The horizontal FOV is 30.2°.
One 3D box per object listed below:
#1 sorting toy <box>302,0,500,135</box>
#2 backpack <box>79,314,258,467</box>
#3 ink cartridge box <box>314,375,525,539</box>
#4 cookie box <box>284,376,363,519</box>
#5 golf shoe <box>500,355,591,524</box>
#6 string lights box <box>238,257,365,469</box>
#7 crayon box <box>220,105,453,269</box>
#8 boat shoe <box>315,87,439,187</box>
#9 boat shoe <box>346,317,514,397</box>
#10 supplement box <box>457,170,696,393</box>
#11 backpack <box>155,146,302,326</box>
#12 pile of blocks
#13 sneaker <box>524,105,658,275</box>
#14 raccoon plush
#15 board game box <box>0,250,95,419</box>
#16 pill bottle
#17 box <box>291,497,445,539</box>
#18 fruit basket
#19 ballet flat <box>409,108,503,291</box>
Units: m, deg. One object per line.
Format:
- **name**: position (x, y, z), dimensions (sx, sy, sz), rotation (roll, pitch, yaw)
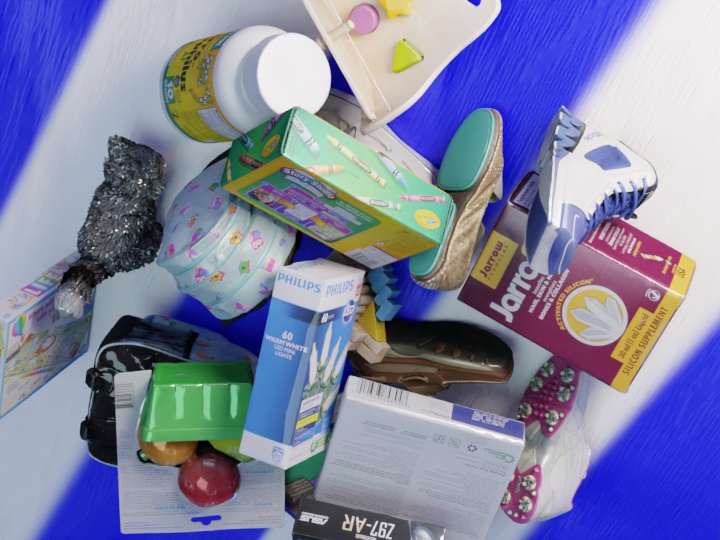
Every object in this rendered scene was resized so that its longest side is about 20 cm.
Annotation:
- **sorting toy**: position (0.037, -0.270, 1.334), dimensions (0.180, 0.107, 0.200), rotation (-26, 100, 20)
- **backpack**: position (-0.207, 0.152, 1.559), dimensions (0.200, 0.151, 0.178), rotation (15, 114, 6)
- **ink cartridge box**: position (0.057, 0.220, 1.443), dimensions (0.196, 0.043, 0.200), rotation (15, 127, -2)
- **cookie box**: position (0.005, 0.244, 1.536), dimensions (0.171, 0.075, 0.200), rotation (-36, 112, 28)
- **golf shoe**: position (0.217, 0.183, 1.467), dimensions (0.075, 0.091, 0.200), rotation (31, 106, 52)
- **string lights box**: position (-0.060, 0.093, 1.375), dimensions (0.059, 0.103, 0.200), rotation (17, 102, 21)
- **crayon box**: position (-0.023, -0.078, 1.323), dimensions (0.200, 0.058, 0.119), rotation (28, 153, -28)
- **boat shoe**: position (-0.003, -0.118, 1.411), dimensions (0.202, 0.086, 0.075), rotation (39, 119, 1)
- **boat shoe**: position (0.075, 0.101, 1.484), dimensions (0.200, 0.076, 0.074), rotation (9, 121, 27)
- **supplement box**: position (0.222, 0.010, 1.368), dimensions (0.200, 0.103, 0.131), rotation (29, 119, 8)
- **backpack**: position (-0.136, -0.040, 1.420), dimensions (0.126, 0.200, 0.167), rotation (36, 125, -22)
- **pile of blocks**: position (0.000, 0.000, 1.433), dimensions (0.082, 0.062, 0.200), rotation (-13, 85, 26)
- **sneaker**: position (0.230, -0.076, 1.291), dimensions (0.115, 0.200, 0.081), rotation (18, 135, -1)
- **raccoon plush**: position (-0.270, -0.053, 1.484), dimensions (0.097, 0.200, 0.134), rotation (13, 137, -3)
- **board game box**: position (-0.378, 0.074, 1.565), dimensions (0.034, 0.200, 0.135), rotation (19, 116, 13)
- **pill bottle**: position (-0.117, -0.190, 1.361), dimensions (0.200, 0.113, 0.113), rotation (5, 118, 57)
- **box**: position (0.008, 0.324, 1.476), dimensions (0.160, 0.044, 0.200), rotation (11, 148, 6)
- **fruit basket**: position (-0.174, 0.196, 1.463), dimensions (0.185, 0.094, 0.200), rotation (-2, 117, -7)
- **ballet flat**: position (0.109, -0.069, 1.381), dimensions (0.070, 0.065, 0.200), rotation (14, 78, 49)
